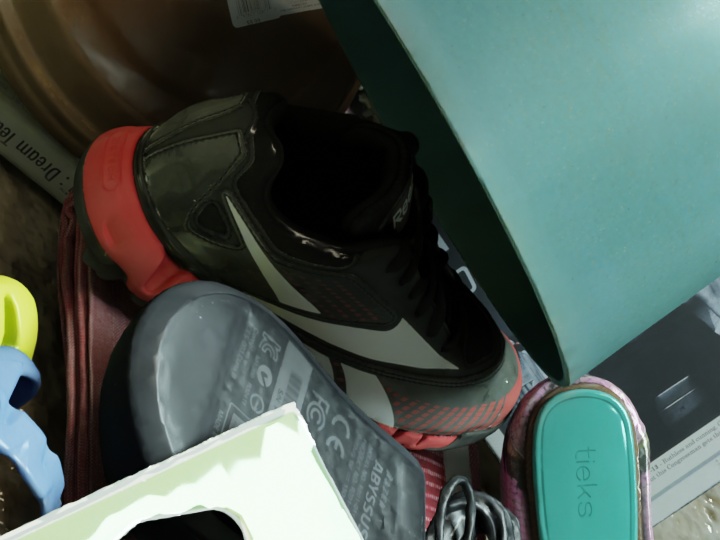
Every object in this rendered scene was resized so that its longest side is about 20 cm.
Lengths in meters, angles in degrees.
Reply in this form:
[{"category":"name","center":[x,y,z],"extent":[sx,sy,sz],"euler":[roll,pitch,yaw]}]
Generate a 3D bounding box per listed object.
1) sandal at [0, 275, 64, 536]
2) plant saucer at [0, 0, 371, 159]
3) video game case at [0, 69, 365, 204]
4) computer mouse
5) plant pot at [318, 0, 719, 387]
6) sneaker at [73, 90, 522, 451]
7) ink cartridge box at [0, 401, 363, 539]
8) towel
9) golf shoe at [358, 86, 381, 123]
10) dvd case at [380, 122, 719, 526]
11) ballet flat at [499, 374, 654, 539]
[{"category":"sandal","center":[-0.149,0.054,0.673],"extent":[0.200,0.079,0.087],"euler":[-10,71,-55]},{"category":"plant saucer","center":[-0.060,-0.126,0.885],"extent":[0.200,0.029,0.200],"euler":[6,81,-43]},{"category":"video game case","center":[-0.077,-0.076,0.950],"extent":[0.182,0.024,0.200],"euler":[40,32,-22]},{"category":"computer mouse","center":[-0.027,0.086,0.786],"extent":[0.200,0.053,0.139],"euler":[49,43,-31]},{"category":"plant pot","center":[0.089,-0.085,0.824],"extent":[0.201,0.161,0.201],"euler":[61,-3,5]},{"category":"sneaker","center":[0.000,0.000,0.832],"extent":[0.200,0.098,0.071],"euler":[34,42,-35]},{"category":"ink cartridge box","center":[-0.034,0.157,0.700],"extent":[0.146,0.048,0.200],"euler":[-23,80,-38]},{"category":"towel","center":[-0.028,0.064,0.856],"extent":[0.200,0.023,0.144],"euler":[25,50,-40]},{"category":"golf shoe","center":[0.054,-0.071,1.023],"extent":[0.078,0.097,0.200],"euler":[5,63,-63]},{"category":"dvd case","center":[0.094,0.002,0.963],"extent":[0.200,0.150,0.025],"euler":[54,4,-13]},{"category":"ballet flat","center":[0.081,0.139,0.892],"extent":[0.069,0.071,0.200],"euler":[-1,79,-6]}]
